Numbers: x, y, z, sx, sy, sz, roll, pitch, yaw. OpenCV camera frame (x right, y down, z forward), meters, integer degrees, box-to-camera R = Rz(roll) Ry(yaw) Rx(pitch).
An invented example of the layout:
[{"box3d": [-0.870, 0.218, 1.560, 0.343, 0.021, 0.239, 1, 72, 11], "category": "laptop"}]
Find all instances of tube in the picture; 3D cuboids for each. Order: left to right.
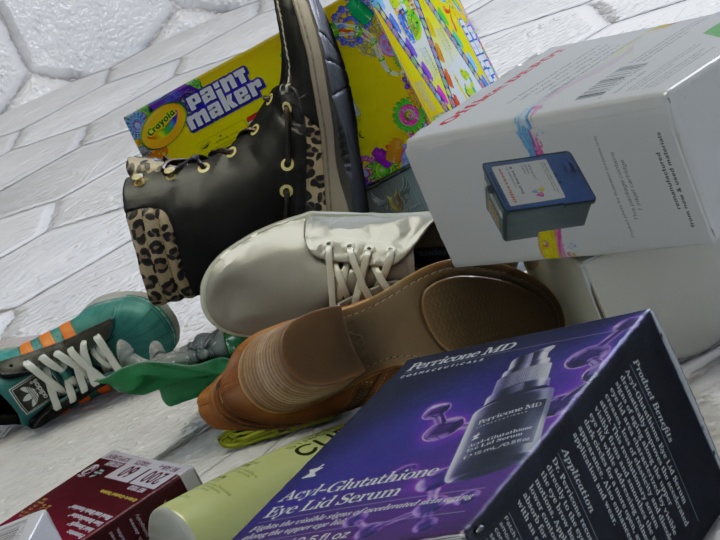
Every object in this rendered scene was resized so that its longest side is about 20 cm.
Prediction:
[{"box3d": [-0.027, 0.113, 1.214, 0.200, 0.052, 0.058, -26, 46, -35], "category": "tube"}]

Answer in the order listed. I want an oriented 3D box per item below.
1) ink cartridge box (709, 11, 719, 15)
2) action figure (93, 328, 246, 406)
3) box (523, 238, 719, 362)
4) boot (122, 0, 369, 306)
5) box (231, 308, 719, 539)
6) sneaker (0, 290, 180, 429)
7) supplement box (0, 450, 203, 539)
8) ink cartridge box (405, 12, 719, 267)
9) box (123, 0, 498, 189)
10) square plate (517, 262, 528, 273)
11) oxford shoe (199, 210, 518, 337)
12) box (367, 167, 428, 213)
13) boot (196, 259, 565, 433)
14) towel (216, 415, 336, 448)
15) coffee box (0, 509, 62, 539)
[{"box3d": [0.280, -0.131, 1.374, 0.119, 0.042, 0.200, -18, 25, 11], "category": "ink cartridge box"}, {"box3d": [-0.059, 0.045, 1.405, 0.199, 0.055, 0.118, -13, -6, 24], "category": "action figure"}, {"box3d": [0.157, -0.008, 1.274, 0.095, 0.078, 0.200, -25, 15, -5], "category": "box"}, {"box3d": [-0.077, -0.076, 1.392, 0.150, 0.201, 0.073, -10, 0, 11], "category": "boot"}, {"box3d": [0.052, 0.116, 0.964, 0.148, 0.105, 0.200, -14, 18, 36], "category": "box"}, {"box3d": [-0.223, 0.078, 1.618, 0.199, 0.072, 0.080, -22, 19, 31], "category": "sneaker"}, {"box3d": [-0.182, 0.179, 1.206, 0.200, 0.061, 0.109, -34, 18, -27], "category": "supplement box"}, {"box3d": [0.146, -0.075, 1.196, 0.200, 0.088, 0.145, -4, 23, 48], "category": "ink cartridge box"}, {"box3d": [-0.025, -0.110, 1.529, 0.199, 0.122, 0.193, -26, 2, 21], "category": "box"}, {"box3d": [0.143, -0.033, 1.481, 0.198, 0.029, 0.200, -26, 15, -4], "category": "square plate"}, {"box3d": [0.000, 0.000, 1.322, 0.199, 0.076, 0.058, -8, 9, -1], "category": "oxford shoe"}, {"box3d": [0.062, -0.063, 1.600, 0.200, 0.048, 0.158, -28, 2, -17], "category": "box"}, {"box3d": [0.008, 0.056, 1.293, 0.199, 0.077, 0.155, -15, -9, -27], "category": "boot"}, {"box3d": [-0.028, 0.060, 1.454, 0.086, 0.018, 0.200, -17, 16, 23], "category": "towel"}, {"box3d": [-0.223, 0.212, 1.058, 0.199, 0.115, 0.080, -23, 15, 12], "category": "coffee box"}]
